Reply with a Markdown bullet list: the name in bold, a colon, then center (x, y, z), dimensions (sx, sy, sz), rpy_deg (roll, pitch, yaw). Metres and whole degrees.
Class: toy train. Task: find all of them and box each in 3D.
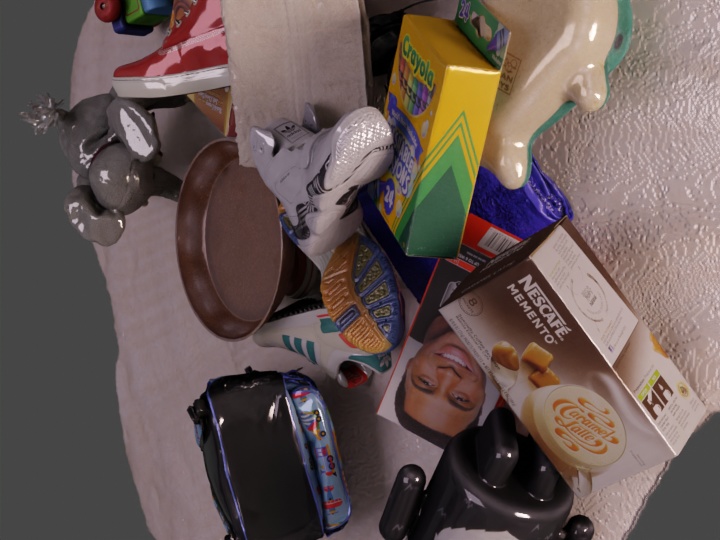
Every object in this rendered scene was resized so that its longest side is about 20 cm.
- **toy train**: center (-0.239, -0.368, 1.872), dimensions (0.115, 0.084, 0.201), rpy_deg (-20, 80, 36)

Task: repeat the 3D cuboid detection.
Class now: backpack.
- **backpack**: center (-0.095, 0.185, 1.732), dimensions (0.200, 0.134, 0.184), rpy_deg (-169, 65, -83)

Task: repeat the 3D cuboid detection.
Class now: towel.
- **towel**: center (0.083, -0.062, 1.551), dimensions (0.200, 0.049, 0.148), rpy_deg (-34, 85, 44)
- **towel**: center (-0.057, -0.186, 1.549), dimensions (0.131, 0.035, 0.201), rpy_deg (1, 116, 11)

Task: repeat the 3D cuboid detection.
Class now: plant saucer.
- **plant saucer**: center (-0.121, -0.031, 1.710), dimensions (0.200, 0.034, 0.202), rpy_deg (9, 101, 53)

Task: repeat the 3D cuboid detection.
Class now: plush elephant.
- **plush elephant**: center (-0.246, -0.116, 1.820), dimensions (0.165, 0.199, 0.155), rpy_deg (-56, 51, 26)

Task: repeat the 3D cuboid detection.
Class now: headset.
- **headset**: center (0.029, -0.192, 1.584), dimensions (0.124, 0.094, 0.201), rpy_deg (46, 137, 33)

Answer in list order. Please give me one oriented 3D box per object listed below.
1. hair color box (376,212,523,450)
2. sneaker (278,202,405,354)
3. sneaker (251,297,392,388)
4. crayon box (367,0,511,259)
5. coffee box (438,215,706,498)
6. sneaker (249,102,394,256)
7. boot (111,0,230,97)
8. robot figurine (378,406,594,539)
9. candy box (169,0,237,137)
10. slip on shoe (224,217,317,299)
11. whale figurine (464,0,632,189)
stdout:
- **hair color box**: center (0.097, 0.062, 1.530), dimensions (0.101, 0.061, 0.201), rpy_deg (27, 122, 11)
- **sneaker**: center (0.000, 0.000, 1.596), dimensions (0.075, 0.088, 0.201), rpy_deg (-36, 56, 12)
- **sneaker**: center (-0.039, 0.076, 1.708), dimensions (0.199, 0.070, 0.094), rpy_deg (-15, 98, 53)
- **crayon box**: center (0.062, -0.128, 1.439), dimensions (0.126, 0.051, 0.201), rpy_deg (-120, 38, -59)
- **coffee box**: center (0.174, 0.072, 1.409), dimensions (0.114, 0.080, 0.200), rpy_deg (-31, 98, 41)
- **sneaker**: center (-0.040, -0.103, 1.484), dimensions (0.115, 0.075, 0.200), rpy_deg (55, 154, 18)
- **boot**: center (-0.158, -0.241, 1.629), dimensions (0.199, 0.072, 0.145), rpy_deg (-8, 98, 27)
- **robot figurine**: center (0.111, 0.220, 1.503), dimensions (0.150, 0.124, 0.201), rpy_deg (37, 123, 24)
- **candy box**: center (-0.139, -0.223, 1.752), dimensions (0.200, 0.055, 0.116), rpy_deg (45, 130, 54)
- **slip on shoe**: center (-0.113, -0.043, 1.782), dimensions (0.200, 0.061, 0.074), rpy_deg (51, 127, 29)
- **whale figurine**: center (0.154, -0.169, 1.433), dimensions (0.159, 0.103, 0.201), rpy_deg (32, 110, 39)
